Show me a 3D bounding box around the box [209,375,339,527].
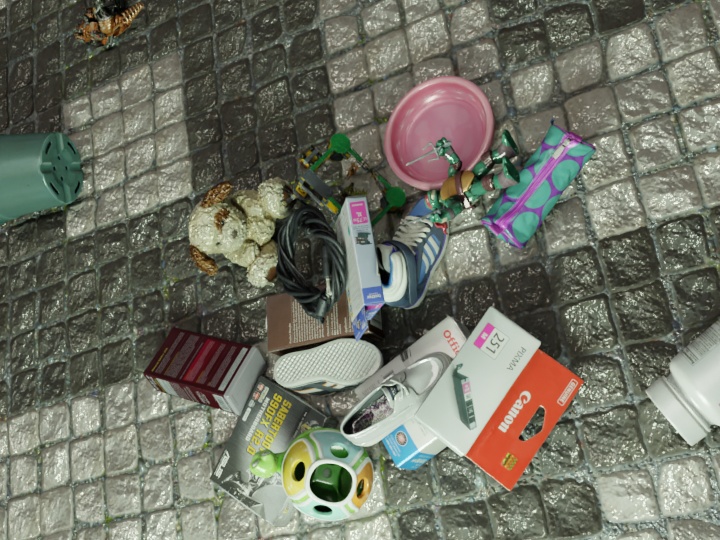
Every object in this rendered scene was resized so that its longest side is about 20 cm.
[{"bbox_3d":[-0.148,0.305,1.547,0.157,0.048,0.202,27,89,31],"label":"box"}]

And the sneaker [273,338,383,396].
[{"bbox_3d":[-0.042,0.162,1.515,0.197,0.079,0.080,-8,67,27],"label":"sneaker"}]

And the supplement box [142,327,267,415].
[{"bbox_3d":[-0.277,0.177,1.624,0.197,0.061,0.110,11,55,29],"label":"supplement box"}]

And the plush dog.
[{"bbox_3d":[-0.228,-0.082,1.621,0.160,0.170,0.203,28,111,43],"label":"plush dog"}]

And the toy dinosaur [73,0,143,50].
[{"bbox_3d":[-0.551,-0.560,2.001,0.196,0.102,0.138,-8,95,11],"label":"toy dinosaur"}]

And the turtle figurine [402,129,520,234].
[{"bbox_3d":[0.156,-0.141,1.448,0.198,0.100,0.152,-23,59,29],"label":"turtle figurine"}]

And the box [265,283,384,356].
[{"bbox_3d":[-0.061,0.082,1.555,0.197,0.075,0.102,-11,70,22],"label":"box"}]

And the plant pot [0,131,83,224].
[{"bbox_3d":[-0.704,-0.203,1.913,0.193,0.200,0.204,-6,72,18],"label":"plant pot"}]

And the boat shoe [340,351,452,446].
[{"bbox_3d":[0.052,0.189,1.365,0.199,0.068,0.073,-34,64,12],"label":"boat shoe"}]

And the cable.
[{"bbox_3d":[-0.087,-0.023,1.490,0.201,0.050,0.165,56,142,39],"label":"cable"}]

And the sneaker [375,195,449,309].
[{"bbox_3d":[0.074,-0.042,1.476,0.080,0.146,0.203,14,83,29],"label":"sneaker"}]

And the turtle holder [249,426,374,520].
[{"bbox_3d":[-0.065,0.308,1.422,0.185,0.132,0.141,41,84,-2],"label":"turtle holder"}]

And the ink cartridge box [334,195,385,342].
[{"bbox_3d":[0.000,0.000,1.416,0.041,0.119,0.204,-5,75,-11],"label":"ink cartridge box"}]

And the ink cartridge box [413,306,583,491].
[{"bbox_3d":[0.201,0.184,1.316,0.173,0.044,0.201,35,81,12],"label":"ink cartridge box"}]

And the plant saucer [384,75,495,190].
[{"bbox_3d":[0.138,-0.229,1.555,0.197,0.051,0.204,-8,72,25],"label":"plant saucer"}]

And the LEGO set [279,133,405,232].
[{"bbox_3d":[-0.029,-0.124,1.574,0.199,0.116,0.155,36,66,-3],"label":"LEGO set"}]

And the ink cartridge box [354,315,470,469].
[{"bbox_3d":[0.113,0.193,1.424,0.199,0.084,0.147,-38,63,12],"label":"ink cartridge box"}]

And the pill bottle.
[{"bbox_3d":[0.492,0.135,1.228,0.200,0.113,0.114,-43,61,11],"label":"pill bottle"}]

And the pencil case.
[{"bbox_3d":[0.277,-0.132,1.430,0.085,0.092,0.201,37,96,16],"label":"pencil case"}]
